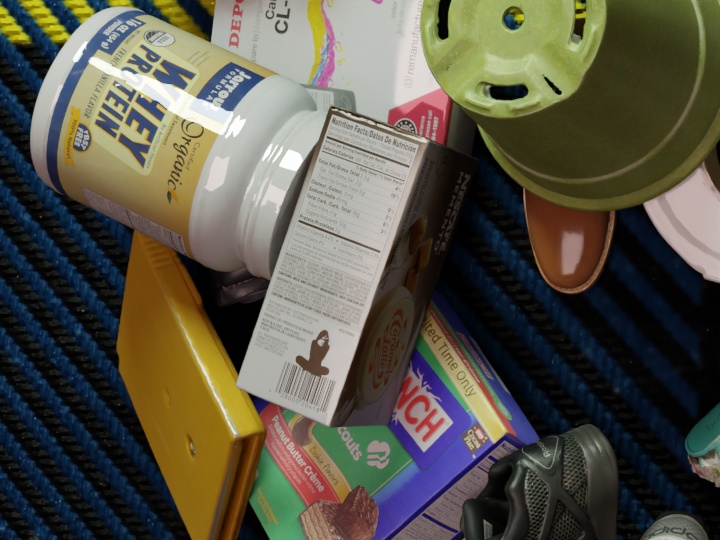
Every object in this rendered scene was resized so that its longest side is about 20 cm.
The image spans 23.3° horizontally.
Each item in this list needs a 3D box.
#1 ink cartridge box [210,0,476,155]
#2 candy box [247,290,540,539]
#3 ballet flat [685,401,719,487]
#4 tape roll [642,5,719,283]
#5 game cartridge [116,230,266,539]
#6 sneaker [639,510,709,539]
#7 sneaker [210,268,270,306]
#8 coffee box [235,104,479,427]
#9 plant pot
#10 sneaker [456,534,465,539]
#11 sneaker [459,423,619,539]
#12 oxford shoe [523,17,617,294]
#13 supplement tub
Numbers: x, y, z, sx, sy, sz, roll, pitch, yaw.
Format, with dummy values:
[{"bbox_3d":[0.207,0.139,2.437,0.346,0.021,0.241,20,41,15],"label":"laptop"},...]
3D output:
[{"bbox_3d":[-0.010,-0.152,1.308,0.198,0.086,0.150,11,100,18],"label":"ink cartridge box"},{"bbox_3d":[0.013,0.129,1.291,0.200,0.077,0.170,-42,54,11],"label":"candy box"},{"bbox_3d":[0.312,0.081,1.224,0.064,0.076,0.200,37,115,-14],"label":"ballet flat"},{"bbox_3d":[0.290,-0.087,1.207,0.200,0.071,0.205,2,96,20],"label":"tape roll"},{"bbox_3d":[-0.134,0.093,1.329,0.201,0.032,0.177,63,152,31],"label":"game cartridge"},{"bbox_3d":[0.227,0.258,1.267,0.073,0.088,0.202,7,120,18],"label":"sneaker"},{"bbox_3d":[-0.120,-0.033,1.358,0.198,0.075,0.115,10,96,18],"label":"sneaker"},{"bbox_3d":[0.000,0.000,1.202,0.079,0.114,0.202,20,93,21],"label":"coffee box"},{"bbox_3d":[0.129,-0.145,1.128,0.198,0.190,0.203,-1,87,25],"label":"plant pot"},{"bbox_3d":[0.062,0.250,1.324,0.199,0.075,0.114,-38,79,18],"label":"sneaker"},{"bbox_3d":[0.124,0.212,1.231,0.113,0.076,0.202,-11,114,-13],"label":"sneaker"},{"bbox_3d":[0.146,-0.081,1.264,0.070,0.071,0.203,1,97,19],"label":"oxford shoe"},{"bbox_3d":[-0.117,-0.087,1.236,0.198,0.144,0.146,25,104,16],"label":"supplement tub"}]
